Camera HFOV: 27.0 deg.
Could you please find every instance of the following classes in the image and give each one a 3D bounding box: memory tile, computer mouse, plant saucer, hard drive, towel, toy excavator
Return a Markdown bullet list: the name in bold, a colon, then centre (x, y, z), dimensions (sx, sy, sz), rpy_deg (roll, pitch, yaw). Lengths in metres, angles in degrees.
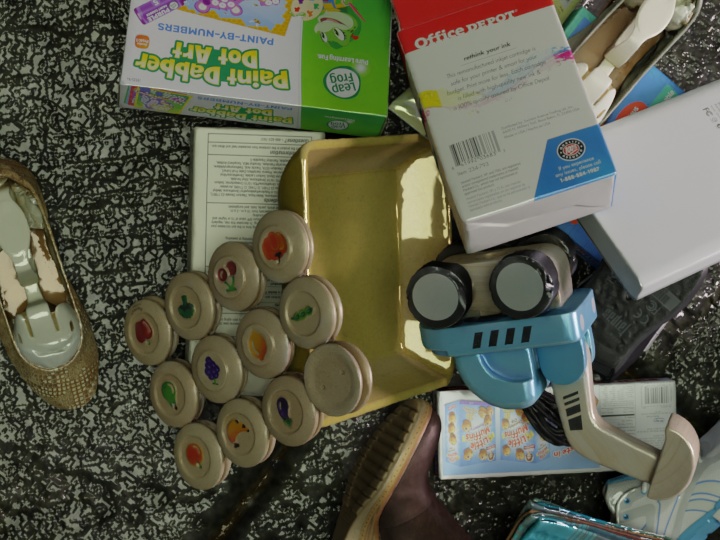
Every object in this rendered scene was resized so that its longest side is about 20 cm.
- **memory tile**: centre (-0.086, 0.060, 1.064), dimensions (0.199, 0.017, 0.154), rpy_deg (-31, 77, 36)
- **computer mouse**: centre (0.171, 0.024, 1.175), dimensions (0.140, 0.046, 0.201), rpy_deg (38, 102, 14)
- **plant saucer**: centre (0.000, 0.000, 1.126), dimensions (0.048, 0.199, 0.202), rpy_deg (3, 98, 34)
- **hard drive**: centre (0.253, -0.070, 1.136), dimensions (0.199, 0.026, 0.132), rpy_deg (-23, 65, -21)
- **towel**: centre (0.149, 0.275, 1.166), dimensions (0.146, 0.022, 0.201), rpy_deg (18, 113, -21)
- **toy excavator**: centre (0.145, 0.074, 1.121), dimensions (0.193, 0.100, 0.202), rpy_deg (-7, 102, 20)

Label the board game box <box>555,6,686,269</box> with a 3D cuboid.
- **board game box**: centre (0.203, -0.088, 1.203), dimensions (0.199, 0.045, 0.153), rpy_deg (37, 87, -7)

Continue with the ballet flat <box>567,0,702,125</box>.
- **ballet flat**: centre (0.185, -0.158, 1.144), dimensions (0.067, 0.064, 0.200), rpy_deg (42, 86, -7)

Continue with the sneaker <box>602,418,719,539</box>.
- **sneaker**: centre (0.242, 0.178, 1.188), dimensions (0.086, 0.075, 0.201), rpy_deg (33, 99, -5)

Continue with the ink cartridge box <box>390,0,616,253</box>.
- **ink cartridge box**: centre (0.099, -0.128, 1.094), dimensions (0.115, 0.067, 0.202), rpy_deg (-17, 70, 1)

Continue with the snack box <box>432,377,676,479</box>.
- **snack box**: centre (0.157, 0.127, 1.213), dimensions (0.198, 0.024, 0.073), rpy_deg (-2, 94, -8)

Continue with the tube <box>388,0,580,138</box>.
- **tube**: centre (0.110, -0.176, 1.168), dimensions (0.200, 0.058, 0.052), rpy_deg (-52, 134, -15)

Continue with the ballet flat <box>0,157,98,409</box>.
- **ballet flat**: centre (-0.250, 0.013, 1.129), dimensions (0.070, 0.065, 0.202), rpy_deg (-21, 95, -7)

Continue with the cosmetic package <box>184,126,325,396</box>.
- **cosmetic package**: centre (-0.082, -0.007, 1.150), dimensions (0.104, 0.071, 0.202), rpy_deg (3, 91, -9)

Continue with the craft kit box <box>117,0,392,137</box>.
- **craft kit box**: centre (-0.074, -0.207, 1.128), dimensions (0.198, 0.049, 0.199), rpy_deg (6, 73, -9)

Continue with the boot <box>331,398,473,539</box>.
- **boot**: centre (0.064, 0.213, 1.182), dimensions (0.165, 0.072, 0.201), rpy_deg (22, 97, -17)
